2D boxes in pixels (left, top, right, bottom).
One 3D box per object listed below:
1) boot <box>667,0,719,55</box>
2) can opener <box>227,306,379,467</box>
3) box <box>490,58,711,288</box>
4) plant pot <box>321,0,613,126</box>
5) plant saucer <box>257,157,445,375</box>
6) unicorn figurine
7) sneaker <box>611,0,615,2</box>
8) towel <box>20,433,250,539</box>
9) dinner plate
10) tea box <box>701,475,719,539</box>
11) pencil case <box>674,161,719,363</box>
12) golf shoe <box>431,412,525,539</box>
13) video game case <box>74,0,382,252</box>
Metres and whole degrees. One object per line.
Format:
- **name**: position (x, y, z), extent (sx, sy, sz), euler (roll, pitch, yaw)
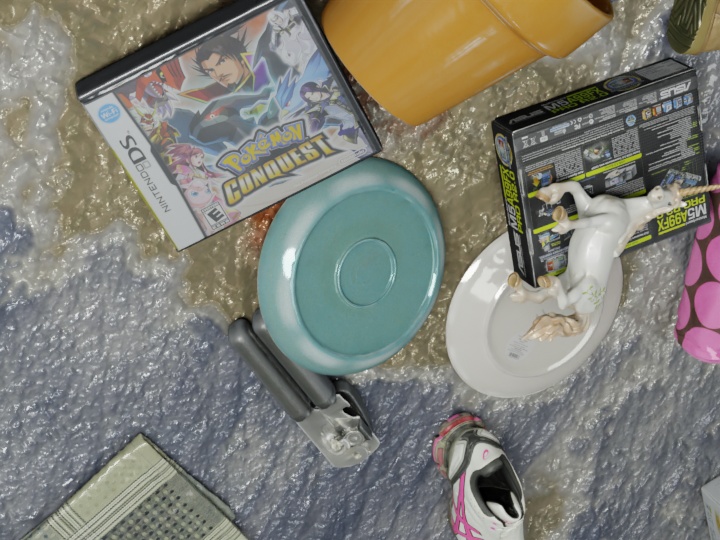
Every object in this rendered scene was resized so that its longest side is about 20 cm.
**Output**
- **boot**: position (0.392, -0.274, 1.766), extent (0.199, 0.066, 0.176), euler (-3, 131, -26)
- **can opener**: position (-0.050, 0.103, 1.758), extent (0.053, 0.067, 0.200), euler (-27, 121, 17)
- **box**: position (0.227, -0.091, 1.778), extent (0.199, 0.044, 0.161), euler (-20, 117, -17)
- **plant pot**: position (0.074, -0.222, 1.553), extent (0.183, 0.201, 0.200), euler (-40, 130, 18)
- **plant saucer**: position (0.000, 0.000, 1.702), extent (0.199, 0.027, 0.202), euler (-11, 109, -32)
- **unicorn figurine**: position (0.215, -0.027, 1.738), extent (0.137, 0.074, 0.201), euler (10, 120, -38)
- **sneaker**: position (0.230, -0.322, 1.651), extent (0.085, 0.077, 0.201), euler (-8, 129, -36)
- **towel**: position (-0.219, 0.263, 1.770), extent (0.200, 0.035, 0.193), euler (-40, 126, 0)
- **dinner plate**: position (0.174, 0.041, 1.854), extent (0.199, 0.024, 0.202), euler (-13, 123, -21)
- **tea box**: position (0.490, 0.327, 2.081), extent (0.133, 0.197, 0.201), euler (-27, 127, -12)
- **pencil case**: position (0.377, -0.009, 1.898), extent (0.093, 0.091, 0.201), euler (-11, 125, -39)
- **golf shoe**: position (0.128, 0.239, 1.901), extent (0.072, 0.092, 0.201), euler (-30, 129, -11)
- **video game case**: position (-0.106, -0.125, 1.572), extent (0.199, 0.026, 0.181), euler (-26, 128, 6)
